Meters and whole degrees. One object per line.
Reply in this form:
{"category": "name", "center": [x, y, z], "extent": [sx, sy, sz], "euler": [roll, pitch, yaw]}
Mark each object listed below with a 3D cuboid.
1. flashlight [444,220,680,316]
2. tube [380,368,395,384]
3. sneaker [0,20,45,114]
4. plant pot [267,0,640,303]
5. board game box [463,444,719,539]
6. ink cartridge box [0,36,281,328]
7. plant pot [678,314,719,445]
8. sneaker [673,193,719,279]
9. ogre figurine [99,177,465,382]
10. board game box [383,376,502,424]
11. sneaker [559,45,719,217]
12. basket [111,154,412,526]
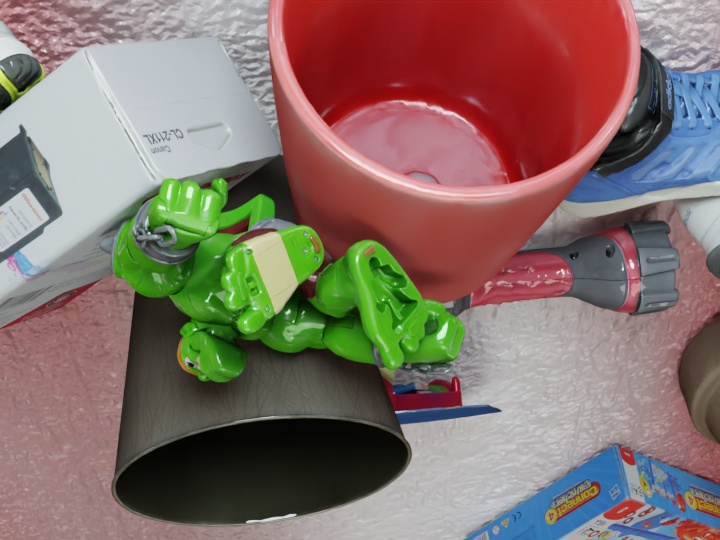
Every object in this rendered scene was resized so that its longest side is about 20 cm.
{"category": "flashlight", "center": [0.122, 0.007, 1.079], "extent": [0.197, 0.069, 0.068], "euler": [-6, 145, -7]}
{"category": "tube", "center": [0.000, 0.000, 1.046], "extent": [0.051, 0.059, 0.201], "euler": [-2, 143, -4]}
{"category": "sneaker", "center": [-0.238, -0.096, 0.859], "extent": [0.075, 0.077, 0.200], "euler": [-33, 179, -40]}
{"category": "plant pot", "center": [0.040, -0.082, 0.850], "extent": [0.197, 0.203, 0.178], "euler": [-4, 153, -9]}
{"category": "board game box", "center": [0.236, 0.257, 1.455], "extent": [0.194, 0.056, 0.200], "euler": [22, 133, -36]}
{"category": "ink cartridge box", "center": [-0.164, -0.045, 0.871], "extent": [0.199, 0.083, 0.145], "euler": [-32, 176, 26]}
{"category": "plant pot", "center": [0.370, 0.130, 1.219], "extent": [0.197, 0.176, 0.201], "euler": [-7, 143, -5]}
{"category": "sneaker", "center": [0.295, -0.077, 1.009], "extent": [0.198, 0.087, 0.075], "euler": [-29, 143, -6]}
{"category": "ogre figurine", "center": [-0.048, 0.008, 0.800], "extent": [0.198, 0.100, 0.119], "euler": [1, 176, -40]}
{"category": "board game box", "center": [0.025, 0.096, 1.177], "extent": [0.156, 0.040, 0.200], "euler": [-7, 172, 10]}
{"category": "sneaker", "center": [0.202, -0.098, 0.949], "extent": [0.197, 0.078, 0.111], "euler": [-13, 154, 15]}
{"category": "basket", "center": [-0.073, 0.037, 0.952], "extent": [0.178, 0.202, 0.137], "euler": [-5, 147, -10]}
